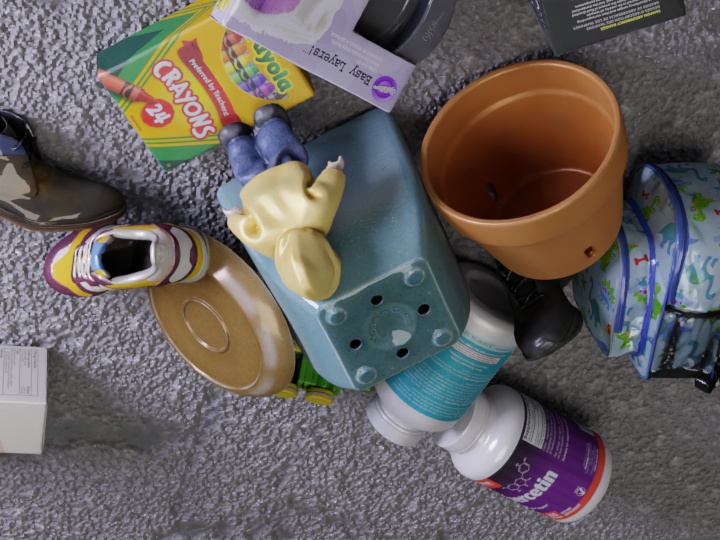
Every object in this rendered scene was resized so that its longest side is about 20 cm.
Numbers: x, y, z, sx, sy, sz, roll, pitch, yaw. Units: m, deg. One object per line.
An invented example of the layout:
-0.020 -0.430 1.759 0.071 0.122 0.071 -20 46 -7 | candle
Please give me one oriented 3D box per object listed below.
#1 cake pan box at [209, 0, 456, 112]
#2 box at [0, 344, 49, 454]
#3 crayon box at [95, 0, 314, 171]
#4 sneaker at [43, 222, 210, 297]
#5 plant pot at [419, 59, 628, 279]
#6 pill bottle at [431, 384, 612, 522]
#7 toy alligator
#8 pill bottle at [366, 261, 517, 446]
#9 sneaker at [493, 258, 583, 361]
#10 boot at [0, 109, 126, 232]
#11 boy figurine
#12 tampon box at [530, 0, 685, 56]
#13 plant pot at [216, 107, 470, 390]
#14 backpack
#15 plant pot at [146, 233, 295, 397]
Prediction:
-0.009 -0.263 1.529 0.200 0.052 0.185 26 101 -27 | cake pan box
-0.427 0.131 1.755 0.199 0.095 0.078 5 126 -12 | box
-0.132 -0.193 1.592 0.199 0.051 0.127 -27 126 9 | crayon box
-0.247 -0.014 1.642 0.199 0.075 0.090 -9 174 32 | sneaker
0.173 -0.084 1.646 0.199 0.201 0.140 -23 138 7 | plant pot
0.180 0.201 1.902 0.200 0.113 0.113 28 117 -27 | pill bottle
-0.087 0.107 1.826 0.199 0.060 0.054 11 162 -1 | toy alligator
0.087 0.096 1.808 0.111 0.111 0.200 22 119 -24 | pill bottle
0.171 0.016 1.716 0.076 0.200 0.091 -32 116 18 | sneaker
-0.320 -0.097 1.615 0.199 0.075 0.097 5 128 -12 | boot
-0.064 -0.061 1.557 0.124 0.200 0.064 -29 150 7 | boy figurine
0.196 -0.323 1.491 0.126 0.150 0.200 -17 128 3 | tampon box
0.000 0.000 1.650 0.195 0.200 0.197 -26 127 0 | plant pot
0.306 -0.007 1.727 0.146 0.183 0.201 4 122 -14 | backpack
-0.149 0.050 1.698 0.027 0.200 0.201 -39 137 -34 | plant pot
